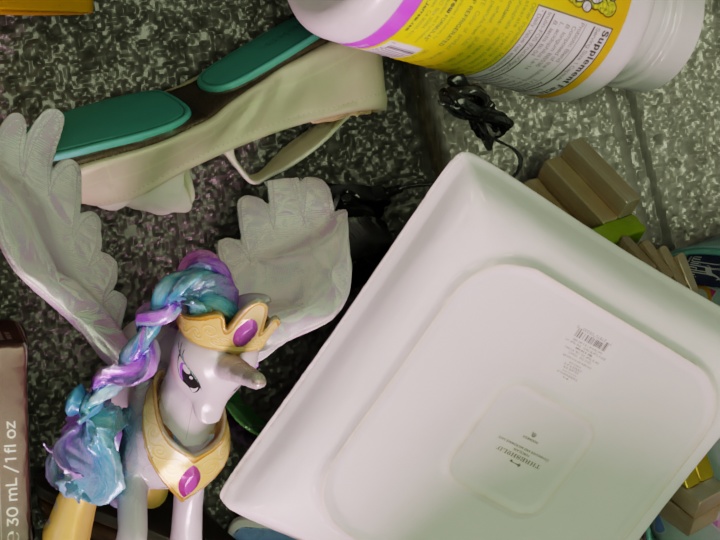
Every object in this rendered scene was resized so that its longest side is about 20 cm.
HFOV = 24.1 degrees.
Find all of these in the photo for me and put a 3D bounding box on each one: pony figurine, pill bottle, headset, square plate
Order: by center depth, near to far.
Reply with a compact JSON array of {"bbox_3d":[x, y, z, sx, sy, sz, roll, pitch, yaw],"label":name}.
[{"bbox_3d":[-0.082,0.041,0.710,0.165,0.194,0.201,6,127,-21],"label":"pony figurine"},{"bbox_3d":[0.069,0.075,0.770,0.199,0.028,0.199,29,106,-23],"label":"square plate"},{"bbox_3d":[0.000,0.000,0.792,0.123,0.094,0.200,43,94,22],"label":"headset"},{"bbox_3d":[0.068,-0.140,0.797,0.199,0.104,0.105,10,94,-35],"label":"pill bottle"}]

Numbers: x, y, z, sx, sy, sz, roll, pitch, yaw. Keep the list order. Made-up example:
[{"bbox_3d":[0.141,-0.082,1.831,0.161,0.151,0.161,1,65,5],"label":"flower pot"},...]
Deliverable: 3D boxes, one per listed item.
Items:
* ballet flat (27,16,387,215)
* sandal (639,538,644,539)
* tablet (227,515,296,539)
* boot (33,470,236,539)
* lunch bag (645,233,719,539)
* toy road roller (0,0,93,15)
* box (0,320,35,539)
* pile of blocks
[{"bbox_3d":[-0.075,-0.063,0.802,0.199,0.069,0.070,-24,102,-12],"label":"ballet flat"},{"bbox_3d":[0.074,0.113,0.865,0.200,0.054,0.080,38,109,-12],"label":"sandal"},{"bbox_3d":[0.028,0.194,0.852,0.198,0.014,0.132,4,99,4],"label":"tablet"},{"bbox_3d":[-0.106,0.216,0.828,0.185,0.064,0.201,24,101,-1],"label":"boot"},{"bbox_3d":[0.221,0.076,0.845,0.077,0.160,0.202,-11,104,-42],"label":"lunch bag"},{"bbox_3d":[-0.215,-0.175,0.733,0.199,0.145,0.124,-9,101,-53],"label":"toy road roller"},{"bbox_3d":[-0.249,0.079,0.761,0.198,0.075,0.101,-3,97,-14],"label":"box"},{"bbox_3d":[0.123,0.037,0.826,0.062,0.082,0.202,-19,83,-39],"label":"pile of blocks"}]
